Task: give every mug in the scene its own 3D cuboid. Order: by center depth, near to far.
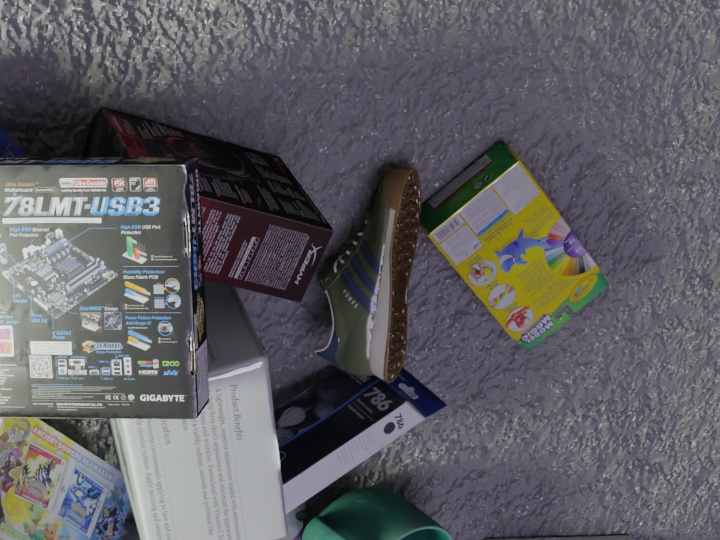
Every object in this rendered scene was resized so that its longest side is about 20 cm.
[{"bbox_3d":[0.006,0.291,1.559,0.152,0.114,0.186,-32,133,-29],"label":"mug"}]

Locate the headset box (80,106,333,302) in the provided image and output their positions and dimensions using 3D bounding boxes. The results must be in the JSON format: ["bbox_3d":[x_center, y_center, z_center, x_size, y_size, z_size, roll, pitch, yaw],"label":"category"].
[{"bbox_3d":[-0.143,-0.059,1.269,0.199,0.149,0.075,14,112,-30],"label":"headset box"}]

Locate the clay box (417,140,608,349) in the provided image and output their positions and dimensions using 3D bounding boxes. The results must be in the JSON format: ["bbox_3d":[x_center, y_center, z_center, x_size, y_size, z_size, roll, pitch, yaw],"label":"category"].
[{"bbox_3d":[0.151,-0.019,1.484,0.115,0.048,0.200,-39,128,4],"label":"clay box"}]

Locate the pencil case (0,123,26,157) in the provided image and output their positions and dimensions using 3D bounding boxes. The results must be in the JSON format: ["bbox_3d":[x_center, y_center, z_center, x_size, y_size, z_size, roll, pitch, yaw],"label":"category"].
[{"bbox_3d":[-0.304,-0.074,1.236,0.087,0.078,0.200,-49,129,-20],"label":"pencil case"}]

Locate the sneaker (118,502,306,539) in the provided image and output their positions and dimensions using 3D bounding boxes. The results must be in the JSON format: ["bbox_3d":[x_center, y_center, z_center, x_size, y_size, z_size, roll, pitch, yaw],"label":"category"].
[{"bbox_3d":[-0.140,0.231,1.506,0.199,0.078,0.141,0,119,-34],"label":"sneaker"}]

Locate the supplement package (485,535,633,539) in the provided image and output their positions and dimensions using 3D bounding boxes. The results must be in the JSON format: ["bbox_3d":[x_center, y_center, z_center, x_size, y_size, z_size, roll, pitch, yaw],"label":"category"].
[{"bbox_3d":[0.234,0.382,1.732,0.199,0.110,0.114,3,119,-24],"label":"supplement package"}]

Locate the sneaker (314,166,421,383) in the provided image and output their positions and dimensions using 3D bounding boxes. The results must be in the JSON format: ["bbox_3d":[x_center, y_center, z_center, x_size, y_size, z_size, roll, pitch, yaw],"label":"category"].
[{"bbox_3d":[0.000,0.000,1.417,0.067,0.089,0.202,-8,105,-67],"label":"sneaker"}]

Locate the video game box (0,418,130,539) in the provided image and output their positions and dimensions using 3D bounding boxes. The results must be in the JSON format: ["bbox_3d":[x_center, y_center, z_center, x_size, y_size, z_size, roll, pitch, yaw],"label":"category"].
[{"bbox_3d":[-0.296,0.236,1.347,0.200,0.047,0.183,46,56,-50],"label":"video game box"}]

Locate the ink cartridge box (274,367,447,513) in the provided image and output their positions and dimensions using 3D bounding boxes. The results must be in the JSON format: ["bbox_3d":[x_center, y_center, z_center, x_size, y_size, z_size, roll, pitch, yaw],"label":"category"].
[{"bbox_3d":[-0.023,0.148,1.459,0.199,0.099,0.039,-32,127,-19],"label":"ink cartridge box"}]

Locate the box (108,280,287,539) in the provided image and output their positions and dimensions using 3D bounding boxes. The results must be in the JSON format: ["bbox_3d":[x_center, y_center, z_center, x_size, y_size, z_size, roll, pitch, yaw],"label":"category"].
[{"bbox_3d":[-0.157,0.118,1.343,0.130,0.200,0.200,-13,124,-13],"label":"box"}]

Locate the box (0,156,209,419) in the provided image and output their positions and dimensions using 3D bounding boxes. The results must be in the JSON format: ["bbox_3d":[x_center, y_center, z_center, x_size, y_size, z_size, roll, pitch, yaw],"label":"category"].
[{"bbox_3d":[-0.220,0.013,1.162,0.198,0.050,0.200,0,101,6],"label":"box"}]
